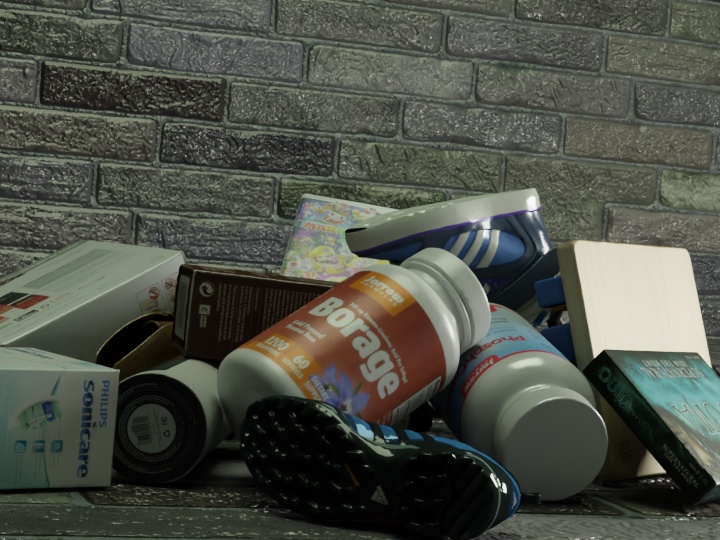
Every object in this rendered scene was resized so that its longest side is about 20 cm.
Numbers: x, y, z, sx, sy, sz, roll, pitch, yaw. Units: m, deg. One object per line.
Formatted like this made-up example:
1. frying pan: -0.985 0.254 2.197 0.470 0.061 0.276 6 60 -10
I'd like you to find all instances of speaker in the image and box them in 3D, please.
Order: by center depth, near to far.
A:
1. speaker: -0.139 0.109 1.178 0.081 0.081 0.200 5 2 4

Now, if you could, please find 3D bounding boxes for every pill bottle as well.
1. pill bottle: 0.000 0.064 1.156 0.200 0.112 0.112 -33 23 -32
2. pill bottle: 0.121 0.103 1.221 0.109 0.109 0.200 4 15 -15

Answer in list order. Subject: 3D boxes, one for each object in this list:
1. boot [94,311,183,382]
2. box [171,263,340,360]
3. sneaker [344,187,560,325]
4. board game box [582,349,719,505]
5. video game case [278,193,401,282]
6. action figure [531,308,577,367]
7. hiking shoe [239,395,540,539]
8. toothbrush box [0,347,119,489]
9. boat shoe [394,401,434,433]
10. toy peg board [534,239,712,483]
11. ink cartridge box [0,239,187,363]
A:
1. boot: -0.151 0.062 1.336 0.074 0.076 0.200 18 39 35
2. box: -0.050 0.042 1.273 0.200 0.075 0.100 5 2 -13
3. sneaker: 0.088 0.012 1.365 0.200 0.147 0.081 -13 6 -29
4. board game box: 0.269 0.121 1.237 0.135 0.028 0.200 52 24 24
5. video game case: 0.000 0.000 1.432 0.143 0.018 0.200 10 36 2
6. action figure: 0.191 0.105 1.517 0.102 0.200 0.119 -33 31 -12
7. hiking shoe: 0.011 0.135 1.018 0.200 0.074 0.087 16 0 30
8. toothbrush box: -0.286 0.098 1.053 0.200 0.085 0.146 5 1 -35
9. boat shoe: 0.029 0.123 1.303 0.063 0.071 0.200 13 3 14
10. toy peg board: 0.217 0.085 1.356 0.098 0.200 0.199 -17 -12 39
11. ink cartridge box: -0.275 0.051 1.405 0.200 0.084 0.176 -30 24 -35
